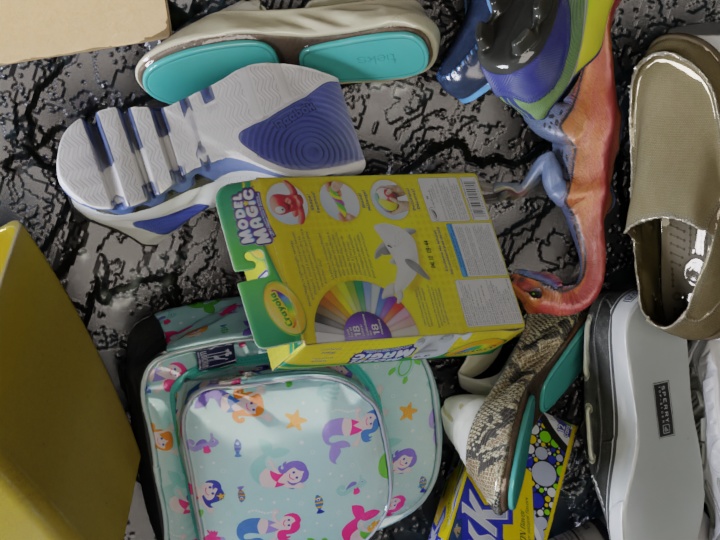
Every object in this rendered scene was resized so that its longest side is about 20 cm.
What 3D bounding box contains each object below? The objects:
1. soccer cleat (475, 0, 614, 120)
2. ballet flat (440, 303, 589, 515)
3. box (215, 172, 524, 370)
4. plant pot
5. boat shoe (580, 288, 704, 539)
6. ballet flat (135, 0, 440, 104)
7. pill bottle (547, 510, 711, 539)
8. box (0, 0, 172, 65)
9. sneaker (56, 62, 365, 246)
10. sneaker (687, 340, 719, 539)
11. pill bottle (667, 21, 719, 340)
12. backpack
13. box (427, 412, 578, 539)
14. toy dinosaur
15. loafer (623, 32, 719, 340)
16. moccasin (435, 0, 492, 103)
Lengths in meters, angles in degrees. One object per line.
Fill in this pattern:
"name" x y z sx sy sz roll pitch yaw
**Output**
"soccer cleat" 0.139 -0.184 1.419 0.201 0.064 0.084 -57 139 -20
"ballet flat" 0.096 0.085 1.485 0.075 0.200 0.068 14 131 16
"box" 0.000 0.000 1.413 0.199 0.048 0.118 -1 65 -36
"plant pot" -0.250 0.126 1.406 0.199 0.201 0.177 -28 121 22
"boat shoe" 0.184 0.112 1.497 0.070 0.064 0.201 0 90 -32
"ballet flat" -0.047 -0.149 1.463 0.199 0.069 0.070 -4 102 1
"pill bottle" 0.157 0.236 1.549 0.199 0.111 0.112 -23 104 -4
"box" -0.216 -0.236 1.439 0.162 0.021 0.201 -10 103 -7
"sneaker" -0.106 -0.072 1.448 0.198 0.115 0.081 -11 79 -16
"sneaker" 0.274 0.133 1.511 0.099 0.078 0.201 -8 75 -19
"pill bottle" 0.255 -0.063 1.500 0.119 0.120 0.201 -5 102 -8
"backpack" -0.045 0.104 1.475 0.199 0.151 0.179 -13 114 -15
"box" 0.083 0.182 1.484 0.070 0.201 0.064 23 140 -4
"toy dinosaur" 0.133 -0.070 1.461 0.104 0.200 0.182 1 57 -19
"loafer" 0.207 -0.049 1.420 0.076 0.067 0.201 -3 100 35
"moccasin" 0.099 -0.205 1.467 0.068 0.080 0.201 37 73 -23
